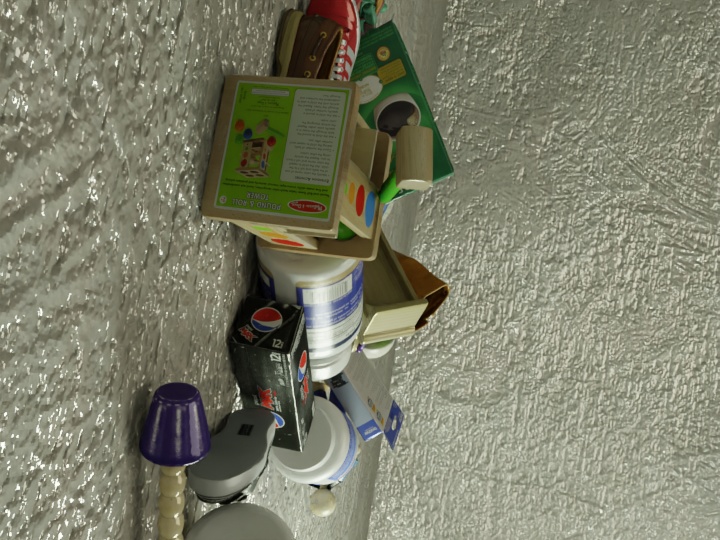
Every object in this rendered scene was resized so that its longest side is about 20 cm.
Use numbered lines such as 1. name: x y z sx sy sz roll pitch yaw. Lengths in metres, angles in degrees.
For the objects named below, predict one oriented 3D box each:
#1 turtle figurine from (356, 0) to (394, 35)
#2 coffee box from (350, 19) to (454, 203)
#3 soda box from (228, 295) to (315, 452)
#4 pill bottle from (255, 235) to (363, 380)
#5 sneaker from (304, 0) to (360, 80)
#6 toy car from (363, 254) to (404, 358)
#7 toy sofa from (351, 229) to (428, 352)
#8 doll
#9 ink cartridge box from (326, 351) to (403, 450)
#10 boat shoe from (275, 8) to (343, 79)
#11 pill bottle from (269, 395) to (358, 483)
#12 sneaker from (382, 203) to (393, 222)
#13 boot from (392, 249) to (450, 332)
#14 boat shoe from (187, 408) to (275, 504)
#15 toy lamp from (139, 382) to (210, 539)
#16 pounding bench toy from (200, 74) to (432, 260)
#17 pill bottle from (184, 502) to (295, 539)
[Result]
1. turtle figurine: 0.026 -0.390 1.207 0.200 0.099 0.153 168 -55 -82
2. coffee box: 0.028 -0.192 1.047 0.204 0.121 0.044 65 11 -7
3. soda box: -0.094 0.120 0.929 0.202 0.069 0.064 89 15 -48
4. pill bottle: -0.055 0.029 0.956 0.203 0.117 0.121 91 11 -46
5. sneaker: -0.044 -0.224 0.951 0.113 0.069 0.204 -74 172 -62
6. toy car: 0.038 0.034 1.398 0.201 0.146 0.179 -124 -146 -52
7. toy sofa: 0.000 0.000 1.076 0.202 0.081 0.098 63 -35 30
8. doll: -0.055 0.268 1.259 0.048 0.135 0.204 26 52 -43
9. ink cartridge box: -0.006 0.171 1.262 0.202 0.042 0.119 56 17 -8
10. boat shoe: -0.061 -0.176 0.887 0.072 0.066 0.205 36 62 -81
11. pill bottle: -0.065 0.229 1.121 0.200 0.109 0.115 72 27 -74
12. sneaker: -0.008 -0.052 1.206 0.089 0.077 0.205 1 100 -63
13. boot: 0.012 0.051 1.119 0.200 0.143 0.072 -38 134 -17
14. boat shoe: -0.126 0.196 0.827 0.200 0.068 0.068 -80 176 -82
15. toy lamp: -0.149 0.188 0.660 0.058 0.057 0.205 -60 158 -69
16. pounding bench toy: -0.015 -0.083 0.758 0.156 0.195 0.127 32 66 -71
17. pill bottle: -0.118 0.324 0.798 0.110 0.107 0.203 -72 174 -50
